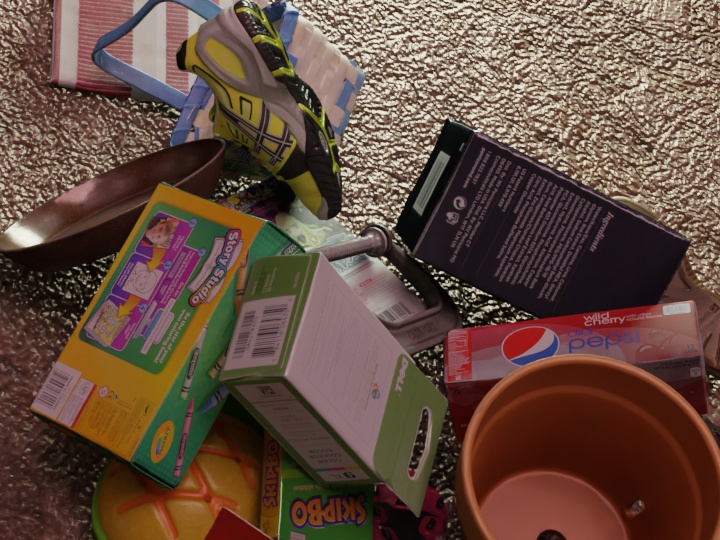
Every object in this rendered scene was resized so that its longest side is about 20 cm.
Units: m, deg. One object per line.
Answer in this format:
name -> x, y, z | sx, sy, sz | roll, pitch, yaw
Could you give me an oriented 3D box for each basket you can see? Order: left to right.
basket -> -0.111, -0.161, 1.649 | 0.200, 0.176, 0.139 | 32, 66, -19

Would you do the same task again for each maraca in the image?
maraca -> -0.118, 0.153, 1.480 | 0.137, 0.107, 0.200 | 24, 50, 17

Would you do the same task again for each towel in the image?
towel -> -0.178, -0.208, 1.763 | 0.200, 0.023, 0.144 | 7, 57, -16

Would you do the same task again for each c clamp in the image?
c clamp -> 0.000, 0.000, 1.544 | 0.171, 0.027, 0.200 | 48, 24, 19

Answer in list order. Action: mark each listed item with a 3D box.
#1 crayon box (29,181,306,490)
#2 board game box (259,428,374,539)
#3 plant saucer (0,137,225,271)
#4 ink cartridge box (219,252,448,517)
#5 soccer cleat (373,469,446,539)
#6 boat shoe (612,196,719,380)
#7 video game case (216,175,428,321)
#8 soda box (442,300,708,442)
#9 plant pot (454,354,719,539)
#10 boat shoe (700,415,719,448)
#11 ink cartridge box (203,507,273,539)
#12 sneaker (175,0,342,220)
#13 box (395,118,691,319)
crayon box -> -0.140, 0.044, 1.429 | 0.119, 0.058, 0.200 | 21, 77, 40
board game box -> -0.029, 0.128, 1.457 | 0.096, 0.030, 0.200 | 21, 59, -40
plant saucer -> -0.193, -0.048, 1.561 | 0.200, 0.200, 0.034 | -34, 108, -36
ink cartridge box -> -0.016, 0.086, 1.411 | 0.200, 0.059, 0.104 | 49, 45, -42
soccer cleat -> 0.033, 0.237, 1.518 | 0.070, 0.086, 0.200 | 7, 31, -10
boat shoe -> 0.274, 0.020, 1.770 | 0.073, 0.063, 0.200 | -32, 69, -8
video game case -> -0.066, 0.017, 1.564 | 0.181, 0.036, 0.200 | 43, 40, 14
soda box -> 0.167, 0.079, 1.529 | 0.200, 0.070, 0.063 | -6, 42, 8
plant pot -> 0.158, 0.181, 1.467 | 0.200, 0.140, 0.200 | 5, 60, -9
boat shoe -> 0.255, 0.133, 1.678 | 0.200, 0.073, 0.065 | 48, 42, 10
ink cartridge box -> -0.066, 0.264, 1.367 | 0.160, 0.200, 0.047 | 35, 54, 4
sneaker -> -0.075, -0.121, 1.555 | 0.075, 0.076, 0.200 | -91, 155, -59
box -> 0.146, -0.030, 1.642 | 0.200, 0.197, 0.117 | 26, 95, -6
